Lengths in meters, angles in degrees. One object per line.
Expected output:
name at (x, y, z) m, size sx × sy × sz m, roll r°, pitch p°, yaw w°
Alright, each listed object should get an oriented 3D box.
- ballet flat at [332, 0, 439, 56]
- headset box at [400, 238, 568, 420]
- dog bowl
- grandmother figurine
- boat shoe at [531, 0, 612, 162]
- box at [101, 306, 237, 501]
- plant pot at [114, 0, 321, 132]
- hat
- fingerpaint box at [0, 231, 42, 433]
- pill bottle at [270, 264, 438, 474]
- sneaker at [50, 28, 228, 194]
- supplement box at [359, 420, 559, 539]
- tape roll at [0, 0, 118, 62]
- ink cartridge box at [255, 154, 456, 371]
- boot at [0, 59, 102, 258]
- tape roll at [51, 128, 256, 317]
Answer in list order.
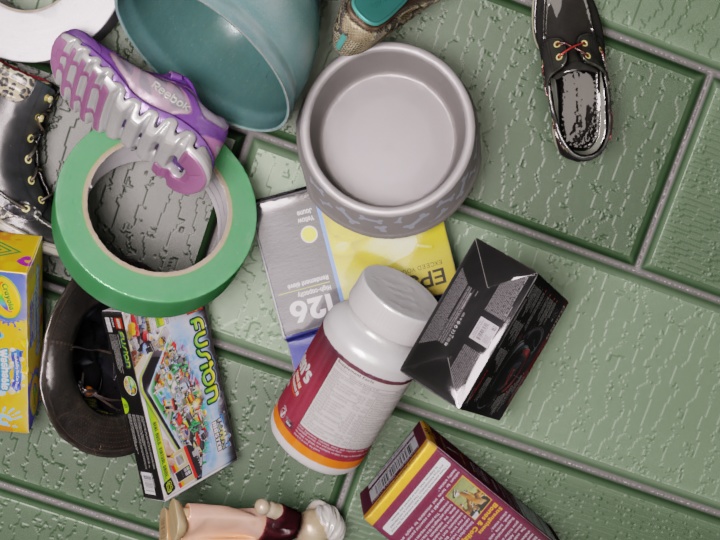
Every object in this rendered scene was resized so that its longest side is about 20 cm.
ballet flat at (0.035, -0.272, 1.242) m, size 0.068 × 0.075 × 0.200 m, roll 45°, pitch 53°, yaw 1°
headset box at (0.132, 0.066, 1.258) m, size 0.075 × 0.200 × 0.150 m, roll 31°, pitch 92°, yaw 21°
dog bowl at (0.027, -0.136, 1.253) m, size 0.197 × 0.059 × 0.203 m, roll 0°, pitch 81°, yaw 1°
grandmother figurine at (-0.110, 0.272, 1.320) m, size 0.198 × 0.121 × 0.061 m, roll 5°, pitch 72°, yaw -23°
boat shoe at (0.221, -0.213, 1.281) m, size 0.073 × 0.063 × 0.204 m, roll -8°, pitch 98°, yaw 0°
box at (-0.194, 0.121, 1.285) m, size 0.034 × 0.110 × 0.202 m, roll 0°, pitch 107°, yaw 40°
plant pot at (-0.118, -0.251, 1.203) m, size 0.200 × 0.200 × 0.135 m, roll 37°, pitch 68°, yaw -8°
hat at (-0.270, 0.087, 1.284) m, size 0.199 × 0.080 × 0.203 m, roll -1°, pitch 92°, yaw -48°
fingerpaint box at (-0.405, 0.056, 1.247) m, size 0.165 × 0.074 × 0.202 m, roll 6°, pitch 123°, yaw -4°
pill bottle at (-0.004, 0.101, 1.267) m, size 0.109 × 0.110 × 0.201 m, roll 27°, pitch 115°, yaw -7°
sneaker at (-0.209, -0.166, 1.213) m, size 0.200 × 0.080 × 0.089 m, roll 40°, pitch 54°, yaw -4°
supplement box at (0.109, 0.272, 1.340) m, size 0.200 × 0.086 × 0.111 m, roll 40°, pitch 95°, yaw -8°
tape roll at (-0.325, -0.307, 1.231) m, size 0.198 × 0.066 × 0.203 m, roll -1°, pitch 100°, yaw -4°
ink cartridge box at (0.000, 0.000, 1.311) m, size 0.195 × 0.047 × 0.202 m, roll -16°, pitch 97°, yaw -2°
boot at (-0.330, -0.111, 1.260) m, size 0.202 × 0.073 × 0.155 m, roll 27°, pitch 94°, yaw -9°
tape roll at (-0.203, -0.056, 1.236) m, size 0.198 × 0.048 × 0.203 m, roll 7°, pitch 67°, yaw -16°
